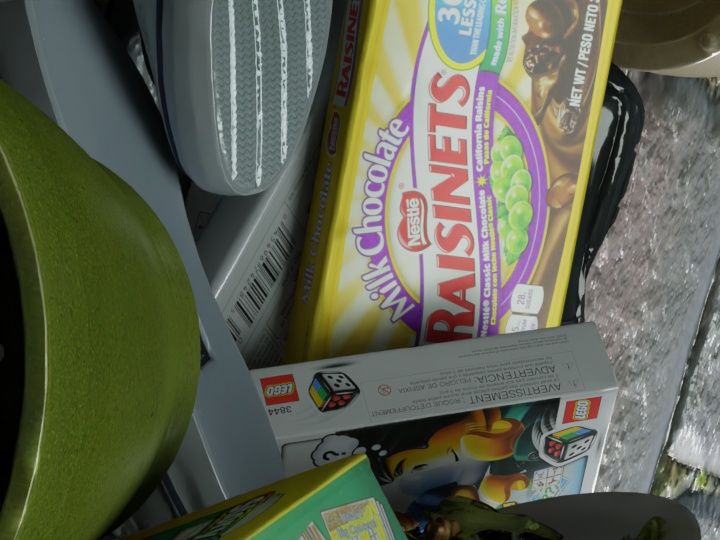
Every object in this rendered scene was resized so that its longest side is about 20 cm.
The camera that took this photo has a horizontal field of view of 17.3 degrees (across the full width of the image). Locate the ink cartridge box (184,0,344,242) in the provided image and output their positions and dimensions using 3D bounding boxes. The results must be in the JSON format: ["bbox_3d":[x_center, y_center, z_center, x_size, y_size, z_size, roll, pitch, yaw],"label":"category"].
[{"bbox_3d":[-0.004,-0.033,0.955,0.176,0.045,0.200,14,92,-61],"label":"ink cartridge box"}]

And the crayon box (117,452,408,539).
[{"bbox_3d":[-0.099,0.129,0.631,0.200,0.172,0.058,-30,96,-54],"label":"crayon box"}]

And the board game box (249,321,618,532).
[{"bbox_3d":[0.019,0.100,0.882,0.200,0.126,0.035,95,-16,-49],"label":"board game box"}]

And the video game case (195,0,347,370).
[{"bbox_3d":[0.000,0.000,0.910,0.200,0.022,0.182,-62,147,-22],"label":"video game case"}]

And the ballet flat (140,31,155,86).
[{"bbox_3d":[-0.023,-0.149,0.843,0.074,0.074,0.200,21,87,-62],"label":"ballet flat"}]

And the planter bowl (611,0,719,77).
[{"bbox_3d":[0.128,-0.159,0.949,0.135,0.200,0.200,-49,143,-50],"label":"planter bowl"}]

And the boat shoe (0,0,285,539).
[{"bbox_3d":[-0.098,0.005,0.773,0.202,0.086,0.075,68,21,-6],"label":"boat shoe"}]

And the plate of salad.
[{"bbox_3d":[0.010,0.107,0.748,0.200,0.200,0.048,-32,104,-51],"label":"plate of salad"}]

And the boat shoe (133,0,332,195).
[{"bbox_3d":[-0.054,-0.126,0.778,0.074,0.067,0.200,-7,101,-56],"label":"boat shoe"}]

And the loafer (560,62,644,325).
[{"bbox_3d":[0.053,0.009,0.928,0.070,0.068,0.201,8,101,-25],"label":"loafer"}]

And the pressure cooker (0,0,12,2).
[{"bbox_3d":[-0.069,-0.161,0.635,0.200,0.179,0.176,-22,120,-55],"label":"pressure cooker"}]

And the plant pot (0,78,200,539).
[{"bbox_3d":[-0.135,0.021,0.621,0.193,0.200,0.201,3,101,-73],"label":"plant pot"}]

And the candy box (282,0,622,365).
[{"bbox_3d":[0.035,-0.042,0.856,0.102,0.026,0.200,7,98,-23],"label":"candy box"}]
